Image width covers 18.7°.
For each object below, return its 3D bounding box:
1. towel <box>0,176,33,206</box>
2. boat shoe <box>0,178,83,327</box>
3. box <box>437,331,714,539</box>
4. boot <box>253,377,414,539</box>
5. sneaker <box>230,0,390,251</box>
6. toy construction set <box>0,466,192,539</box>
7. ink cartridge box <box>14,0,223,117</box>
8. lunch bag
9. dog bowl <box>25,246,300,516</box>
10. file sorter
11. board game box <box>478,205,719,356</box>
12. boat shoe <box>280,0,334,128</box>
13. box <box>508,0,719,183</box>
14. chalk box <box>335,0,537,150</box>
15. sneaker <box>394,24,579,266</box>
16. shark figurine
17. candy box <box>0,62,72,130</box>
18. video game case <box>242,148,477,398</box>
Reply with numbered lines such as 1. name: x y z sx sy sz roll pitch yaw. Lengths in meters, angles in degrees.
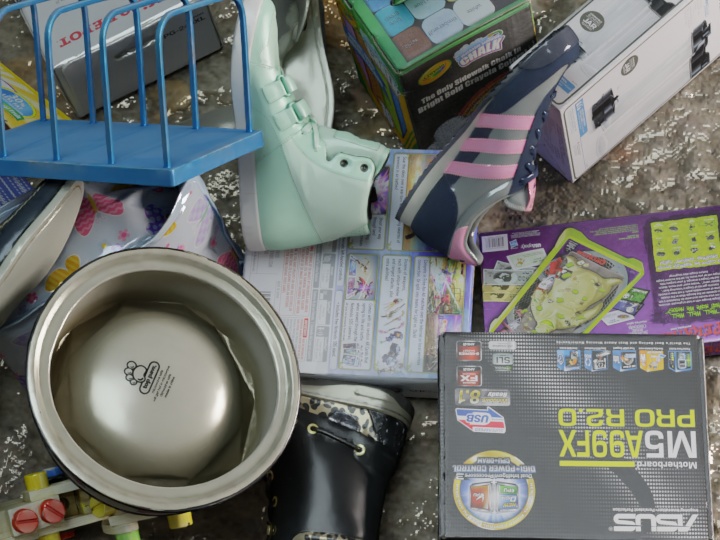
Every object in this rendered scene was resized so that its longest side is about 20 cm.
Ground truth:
1. towel: -0.318 -0.055 1.751 0.024 0.200 0.145 -50 60 17
2. boat shoe: -0.273 0.006 1.577 0.062 0.075 0.200 29 78 17
3. box: 0.155 0.127 1.607 0.199 0.044 0.161 1 66 1
4. boot: -0.068 0.159 1.645 0.203 0.074 0.154 3 65 14
5. sneaker: -0.037 -0.118 1.679 0.118 0.074 0.201 -4 101 5
6. toy construction set: -0.234 0.175 1.622 0.199 0.131 0.093 3 86 -26
7. ink cartridge box: -0.227 -0.251 1.893 0.145 0.083 0.200 -27 60 -5
8. lunch bag: -0.196 0.002 1.699 0.200 0.170 0.127 -28 58 -2
9. dog bowl: -0.148 0.088 1.580 0.199 0.074 0.201 6 67 -14
10. file sorter: -0.193 -0.139 1.604 0.199 0.123 0.139 5 18 25
11. board game box: 0.194 0.016 1.696 0.199 0.032 0.120 -6 56 9
12. boat shoe: -0.056 -0.160 1.819 0.073 0.062 0.201 -3 82 5
13. box: 0.216 -0.177 1.747 0.200 0.117 0.060 -40 62 -13
14. chalk box: 0.061 -0.197 1.739 0.125 0.200 0.124 -29 59 -7
15. sneaker: 0.116 -0.092 1.661 0.082 0.070 0.200 41 110 5
16. shark figurine: -0.081 -0.213 1.756 0.089 0.215 0.128 24 23 -3
17. candy box: -0.345 -0.161 1.869 0.200 0.026 0.102 38 32 26
18. video game case: 0.000 0.000 1.718 0.180 0.045 0.201 2 66 7
